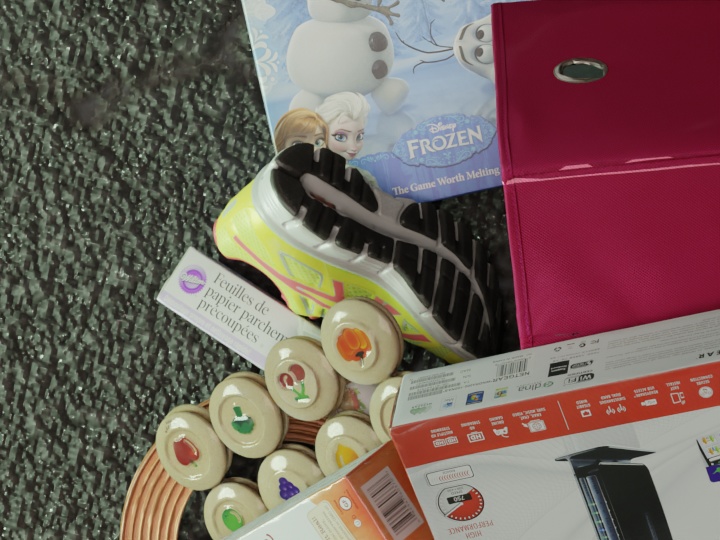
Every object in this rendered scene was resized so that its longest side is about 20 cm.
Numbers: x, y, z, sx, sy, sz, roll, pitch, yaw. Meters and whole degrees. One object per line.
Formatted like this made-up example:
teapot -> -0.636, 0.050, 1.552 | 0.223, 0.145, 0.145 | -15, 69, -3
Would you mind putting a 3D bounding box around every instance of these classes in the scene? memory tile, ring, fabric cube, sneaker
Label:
memory tile -> -0.021, 0.114, 1.461 | 0.200, 0.017, 0.154 | -34, 89, 37
ring -> -0.044, 0.165, 1.533 | 0.200, 0.019, 0.201 | 0, 94, 6
fabric cube -> 0.178, -0.027, 1.374 | 0.199, 0.196, 0.200 | -5, 123, 5
sneaker -> 0.000, 0.000, 1.475 | 0.200, 0.078, 0.090 | 36, 136, -29

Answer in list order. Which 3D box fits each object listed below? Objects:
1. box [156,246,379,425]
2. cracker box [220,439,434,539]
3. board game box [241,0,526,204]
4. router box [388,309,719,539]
box -> -0.026, 0.054, 1.485 | 0.200, 0.041, 0.039 | 32, 89, 19
cracker box -> -0.026, 0.199, 1.452 | 0.200, 0.058, 0.134 | -34, 90, 37
board game box -> 0.036, -0.140, 1.494 | 0.199, 0.043, 0.200 | -13, 92, 7
router box -> 0.138, 0.118, 1.313 | 0.199, 0.049, 0.180 | -13, 119, 17
